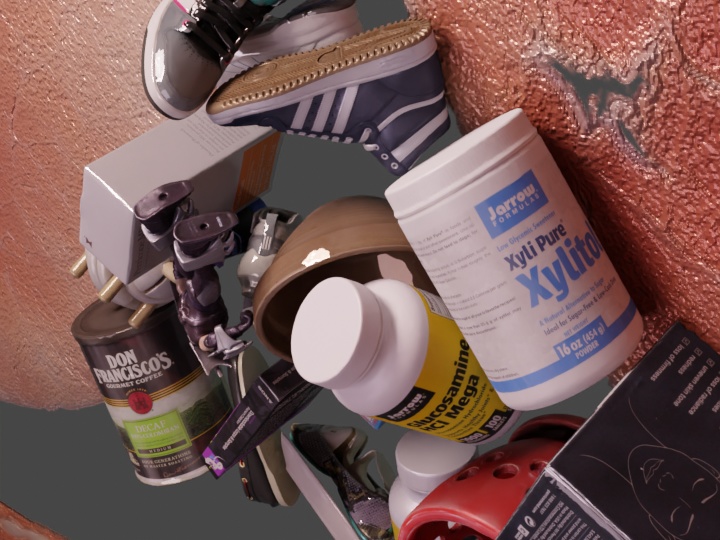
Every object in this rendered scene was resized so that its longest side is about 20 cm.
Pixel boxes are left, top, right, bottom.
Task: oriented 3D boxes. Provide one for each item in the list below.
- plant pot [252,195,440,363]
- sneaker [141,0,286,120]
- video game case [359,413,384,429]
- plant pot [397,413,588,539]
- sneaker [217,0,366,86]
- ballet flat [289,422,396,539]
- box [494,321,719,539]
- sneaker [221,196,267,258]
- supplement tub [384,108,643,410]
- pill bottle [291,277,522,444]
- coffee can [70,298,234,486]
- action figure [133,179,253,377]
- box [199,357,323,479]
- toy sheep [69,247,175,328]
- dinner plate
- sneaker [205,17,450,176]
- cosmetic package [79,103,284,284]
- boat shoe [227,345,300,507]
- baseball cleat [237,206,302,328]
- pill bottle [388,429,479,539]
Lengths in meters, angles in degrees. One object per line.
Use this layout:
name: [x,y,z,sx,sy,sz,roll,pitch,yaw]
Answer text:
plant pot: [0.000,0.000,1.031,0.202,0.198,0.094,120,148,-49]
sneaker: [-0.099,-0.219,0.938,0.083,0.202,0.120,34,149,-30]
video game case: [-0.033,0.058,1.203,0.200,0.018,0.144,41,141,17]
plant pot: [0.157,0.237,1.004,0.199,0.182,0.203,26,134,30]
sneaker: [-0.068,-0.182,1.020,0.198,0.074,0.088,-4,120,48]
ballet flat: [-0.008,0.211,1.249,0.200,0.071,0.073,46,148,47]
box: [0.242,0.183,0.861,0.196,0.199,0.125,40,142,17]
sneaker: [-0.180,-0.074,1.200,0.199,0.077,0.071,31,134,36]
supplement tub: [0.120,-0.007,0.902,0.131,0.132,0.202,-22,102,51]
pill bottle: [0.043,0.073,0.965,0.112,0.198,0.114,-22,59,42]
coffee can: [-0.234,0.127,1.363,0.145,0.146,0.202,3,121,45]
action figure: [-0.140,0.011,1.031,0.130,0.069,0.201,50,159,29]
box: [-0.076,0.123,1.168,0.036,0.142,0.200,49,141,7]
toy sheep: [-0.239,-0.016,1.268,0.199,0.137,0.140,30,138,47]
dinner plate: [-0.036,0.267,1.284,0.201,0.024,0.200,54,172,11]
sneaker: [-0.022,-0.125,0.953,0.197,0.071,0.109,-15,124,12]
cosmetic package: [-0.164,-0.085,1.086,0.071,0.199,0.102,39,141,17]
boat shoe: [-0.124,0.182,1.334,0.062,0.074,0.204,-2,115,25]
baseball cleat: [-0.079,0.001,1.147,0.069,0.108,0.200,14,163,0]
pill bottle: [0.088,0.255,1.148,0.111,0.112,0.202,15,129,38]
